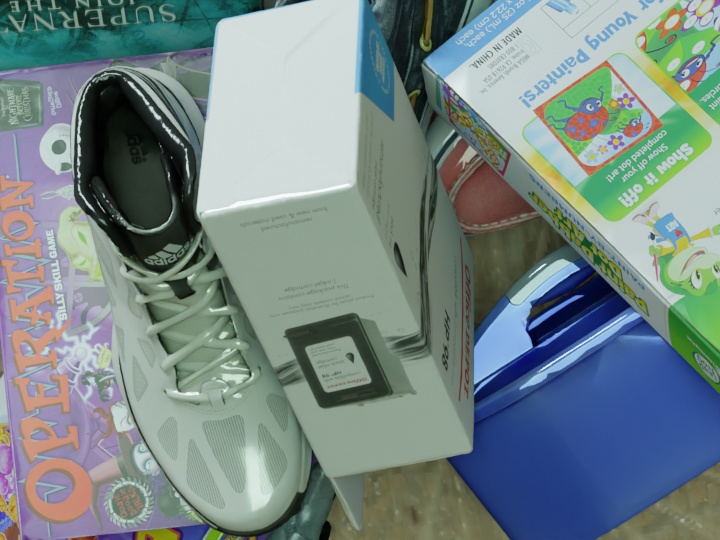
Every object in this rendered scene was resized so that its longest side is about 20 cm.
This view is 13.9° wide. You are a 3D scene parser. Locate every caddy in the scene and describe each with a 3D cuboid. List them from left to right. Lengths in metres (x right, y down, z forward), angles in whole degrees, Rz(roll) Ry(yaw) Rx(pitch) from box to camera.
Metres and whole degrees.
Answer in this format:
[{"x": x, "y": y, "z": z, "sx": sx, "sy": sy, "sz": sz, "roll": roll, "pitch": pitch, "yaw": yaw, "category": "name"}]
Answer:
[{"x": 0.110, "y": 0.037, "z": 1.283, "sx": 0.199, "sy": 0.141, "sz": 0.105, "roll": -33, "pitch": 94, "yaw": 0, "category": "caddy"}]

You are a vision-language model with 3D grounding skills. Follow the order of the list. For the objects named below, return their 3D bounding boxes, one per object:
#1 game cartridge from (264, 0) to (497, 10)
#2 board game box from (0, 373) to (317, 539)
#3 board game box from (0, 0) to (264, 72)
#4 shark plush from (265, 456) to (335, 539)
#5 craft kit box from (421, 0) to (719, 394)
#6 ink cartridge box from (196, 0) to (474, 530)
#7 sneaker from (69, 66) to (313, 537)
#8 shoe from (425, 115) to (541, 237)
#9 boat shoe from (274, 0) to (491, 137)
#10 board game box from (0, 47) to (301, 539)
[{"x": -0.010, "y": -0.196, "z": 1.308, "sx": 0.129, "sy": 0.038, "sz": 0.201, "roll": -14, "pitch": 101, "yaw": 19, "category": "game cartridge"}, {"x": -0.118, "y": 0.109, "z": 1.307, "sx": 0.134, "sy": 0.045, "sz": 0.201, "roll": 33, "pitch": 91, "yaw": 24, "category": "board game box"}, {"x": -0.138, "y": -0.089, "z": 1.290, "sx": 0.199, "sy": 0.136, "sz": 0.028, "roll": -4, "pitch": 51, "yaw": 1, "category": "board game box"}, {"x": -0.047, "y": 0.176, "z": 1.314, "sx": 0.091, "sy": 0.083, "sz": 0.200, "roll": 39, "pitch": 91, "yaw": -1, "category": "shark plush"}, {"x": 0.163, "y": -0.075, "z": 1.223, "sx": 0.200, "sy": 0.049, "sz": 0.198, "roll": -38, "pitch": 64, "yaw": -12, "category": "craft kit box"}, {"x": 0.000, "y": 0.000, "z": 1.208, "sx": 0.066, "sy": 0.116, "sz": 0.201, "roll": -11, "pitch": 134, "yaw": 14, "category": "ink cartridge box"}, {"x": -0.078, "y": 0.014, "z": 1.179, "sx": 0.075, "sy": 0.115, "sz": 0.202, "roll": -19, "pitch": 88, "yaw": 5, "category": "sneaker"}, {"x": 0.119, "y": -0.063, "z": 1.296, "sx": 0.199, "sy": 0.091, "sz": 0.072, "roll": -31, "pitch": 128, "yaw": -2, "category": "shoe"}, {"x": -0.014, "y": -0.065, "z": 1.273, "sx": 0.071, "sy": 0.091, "sz": 0.201, "roll": 32, "pitch": 114, "yaw": 27, "category": "boat shoe"}, {"x": -0.094, "y": 0.010, "z": 1.252, "sx": 0.119, "sy": 0.032, "sz": 0.201, "roll": -7, "pitch": 88, "yaw": 9, "category": "board game box"}]
